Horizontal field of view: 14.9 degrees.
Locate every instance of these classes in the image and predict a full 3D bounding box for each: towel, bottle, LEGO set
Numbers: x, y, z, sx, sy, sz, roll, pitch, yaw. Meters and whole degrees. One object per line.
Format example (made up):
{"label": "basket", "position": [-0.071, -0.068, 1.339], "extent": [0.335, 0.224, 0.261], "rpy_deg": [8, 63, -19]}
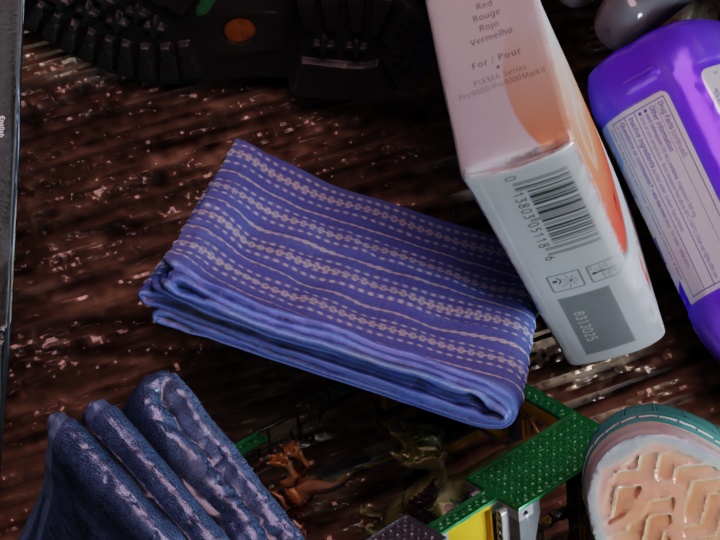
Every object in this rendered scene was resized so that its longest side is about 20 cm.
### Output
{"label": "towel", "position": [-0.079, 0.131, 0.936], "extent": [0.048, 0.200, 0.112], "rpy_deg": [-27, 66, -37]}
{"label": "towel", "position": [0.000, 0.000, 1.055], "extent": [0.144, 0.024, 0.200], "rpy_deg": [19, 19, 1]}
{"label": "bottle", "position": [0.162, -0.002, 1.115], "extent": [0.065, 0.083, 0.201], "rpy_deg": [-29, 79, 23]}
{"label": "LEGO set", "position": [0.012, 0.119, 1.029], "extent": [0.153, 0.117, 0.200], "rpy_deg": [20, 40, 36]}

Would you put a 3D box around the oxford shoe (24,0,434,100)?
{"label": "oxford shoe", "position": [-0.067, -0.127, 1.169], "extent": [0.198, 0.073, 0.085], "rpy_deg": [10, 44, -7]}

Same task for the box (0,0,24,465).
{"label": "box", "position": [-0.172, -0.024, 1.030], "extent": [0.085, 0.164, 0.201], "rpy_deg": [3, 60, -7]}

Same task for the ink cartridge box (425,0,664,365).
{"label": "ink cartridge box", "position": [0.066, -0.085, 1.088], "extent": [0.050, 0.162, 0.201], "rpy_deg": [-14, 59, 12]}

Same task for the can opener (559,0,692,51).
{"label": "can opener", "position": [0.163, -0.169, 1.149], "extent": [0.053, 0.067, 0.200], "rpy_deg": [46, 60, 10]}

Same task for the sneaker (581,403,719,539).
{"label": "sneaker", "position": [0.143, 0.101, 1.022], "extent": [0.071, 0.200, 0.080], "rpy_deg": [-33, 37, 19]}

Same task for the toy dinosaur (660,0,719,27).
{"label": "toy dinosaur", "position": [0.117, -0.172, 1.213], "extent": [0.102, 0.077, 0.200], "rpy_deg": [-26, 71, -36]}
